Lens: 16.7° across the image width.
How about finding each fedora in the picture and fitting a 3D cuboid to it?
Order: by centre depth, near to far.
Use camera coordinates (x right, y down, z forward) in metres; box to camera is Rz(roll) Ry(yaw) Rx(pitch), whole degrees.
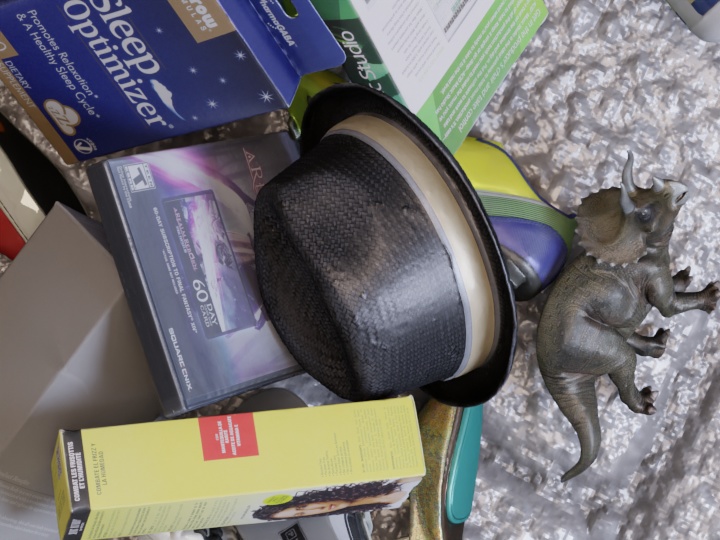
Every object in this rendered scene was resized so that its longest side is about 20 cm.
[{"bbox_3d":[0.000,0.000,1.384,0.091,0.200,0.201,-29,88,-29],"label":"fedora"}]

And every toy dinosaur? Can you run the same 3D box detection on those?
[{"bbox_3d":[0.146,0.025,1.456,0.102,0.077,0.201,22,109,-19],"label":"toy dinosaur"}]

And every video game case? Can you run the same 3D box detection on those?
[{"bbox_3d":[-0.073,-0.003,1.406,0.019,0.200,0.144,-19,88,32],"label":"video game case"}]

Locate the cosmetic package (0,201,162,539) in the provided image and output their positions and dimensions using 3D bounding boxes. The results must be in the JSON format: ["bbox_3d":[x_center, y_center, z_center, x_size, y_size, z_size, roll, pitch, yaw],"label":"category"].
[{"bbox_3d":[-0.182,0.071,1.410,0.090,0.107,0.200,39,94,34],"label":"cosmetic package"}]

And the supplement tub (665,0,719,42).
[{"bbox_3d":[0.196,-0.251,1.440,0.144,0.144,0.200,-40,89,-3],"label":"supplement tub"}]

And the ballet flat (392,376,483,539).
[{"bbox_3d":[0.037,0.153,1.460,0.070,0.071,0.202,2,87,-1],"label":"ballet flat"}]

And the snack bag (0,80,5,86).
[{"bbox_3d":[-0.157,-0.204,1.454,0.199,0.021,0.190,0,85,22],"label":"snack bag"}]

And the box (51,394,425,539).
[{"bbox_3d":[-0.069,0.110,1.359,0.198,0.075,0.050,-4,71,-12],"label":"box"}]

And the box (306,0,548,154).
[{"bbox_3d":[0.028,-0.176,1.404,0.145,0.036,0.201,-55,130,-32],"label":"box"}]

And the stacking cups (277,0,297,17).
[{"bbox_3d":[-0.063,-0.145,1.473,0.199,0.061,0.061,-16,88,-1],"label":"stacking cups"}]

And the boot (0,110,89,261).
[{"bbox_3d":[-0.258,-0.031,1.465,0.144,0.072,0.200,-40,98,13],"label":"boot"}]

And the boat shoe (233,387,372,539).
[{"bbox_3d":[-0.024,0.159,1.436,0.073,0.068,0.200,-33,51,4],"label":"boat shoe"}]

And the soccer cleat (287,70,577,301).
[{"bbox_3d":[0.042,-0.061,1.478,0.200,0.065,0.084,38,61,4],"label":"soccer cleat"}]

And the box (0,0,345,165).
[{"bbox_3d":[-0.120,-0.130,1.385,0.199,0.033,0.121,-13,129,31],"label":"box"}]

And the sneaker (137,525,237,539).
[{"bbox_3d":[-0.093,0.193,1.434,0.081,0.075,0.201,-32,106,12],"label":"sneaker"}]
